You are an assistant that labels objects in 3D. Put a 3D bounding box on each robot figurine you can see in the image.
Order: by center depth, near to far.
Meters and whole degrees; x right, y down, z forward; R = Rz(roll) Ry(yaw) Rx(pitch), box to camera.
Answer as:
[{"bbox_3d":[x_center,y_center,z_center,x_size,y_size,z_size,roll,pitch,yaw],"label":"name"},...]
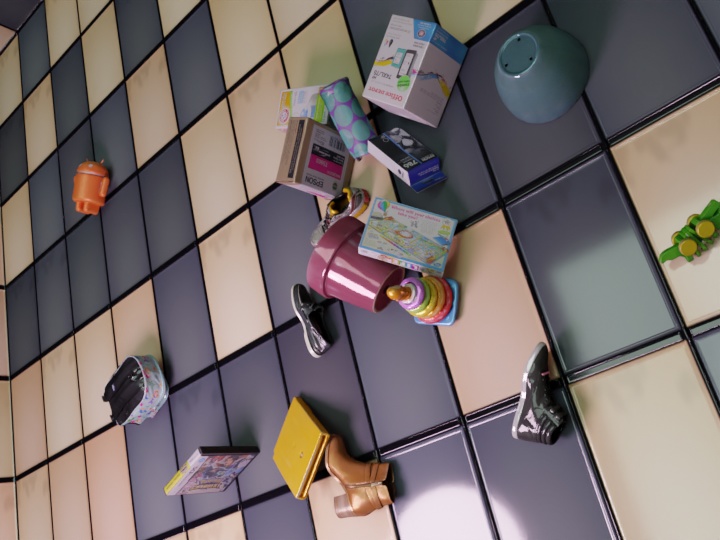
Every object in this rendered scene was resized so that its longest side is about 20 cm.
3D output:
[{"bbox_3d":[-0.989,-0.310,2.562,0.143,0.115,0.204,-1,80,63],"label":"robot figurine"}]

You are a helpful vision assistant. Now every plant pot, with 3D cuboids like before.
[{"bbox_3d":[0.359,-0.427,1.466,0.198,0.134,0.204,-8,77,38],"label":"plant pot"},{"bbox_3d":[0.000,0.000,1.657,0.178,0.199,0.202,32,102,22],"label":"plant pot"}]

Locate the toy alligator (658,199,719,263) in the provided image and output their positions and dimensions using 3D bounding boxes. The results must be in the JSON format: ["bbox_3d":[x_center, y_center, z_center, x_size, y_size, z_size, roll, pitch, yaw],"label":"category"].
[{"bbox_3d":[0.618,-0.079,1.243,0.054,0.059,0.201,36,108,-6],"label":"toy alligator"}]

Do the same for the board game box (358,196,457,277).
[{"bbox_3d":[0.107,-0.076,1.577,0.197,0.034,0.136,17,68,7],"label":"board game box"}]

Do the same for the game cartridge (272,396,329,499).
[{"bbox_3d":[-0.152,0.438,1.748,0.200,0.032,0.179,35,105,61],"label":"game cartridge"}]

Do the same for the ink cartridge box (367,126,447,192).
[{"bbox_3d":[0.111,-0.267,1.665,0.200,0.098,0.040,45,150,34],"label":"ink cartridge box"}]

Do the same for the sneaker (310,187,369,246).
[{"bbox_3d":[-0.068,-0.141,1.796,0.201,0.082,0.078,-49,55,22],"label":"sneaker"}]

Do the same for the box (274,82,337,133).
[{"bbox_3d":[-0.123,-0.424,1.882,0.198,0.101,0.115,6,84,40],"label":"box"}]

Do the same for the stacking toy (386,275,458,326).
[{"bbox_3d":[0.120,0.056,1.527,0.115,0.198,0.112,1,82,39],"label":"stacking toy"}]

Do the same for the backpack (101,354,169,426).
[{"bbox_3d":[-0.683,0.362,2.160,0.201,0.149,0.179,-52,57,28],"label":"backpack"}]

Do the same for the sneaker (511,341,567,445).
[{"bbox_3d":[0.368,0.248,1.376,0.098,0.070,0.204,15,97,38],"label":"sneaker"}]

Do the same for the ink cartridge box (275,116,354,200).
[{"bbox_3d":[-0.107,-0.280,1.778,0.074,0.198,0.168,9,88,40],"label":"ink cartridge box"}]

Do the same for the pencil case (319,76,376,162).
[{"bbox_3d":[-0.022,-0.380,1.754,0.084,0.092,0.202,-24,98,34],"label":"pencil case"}]

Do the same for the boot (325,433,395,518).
[{"bbox_3d":[0.003,0.467,1.638,0.153,0.073,0.203,-24,66,26],"label":"boot"}]

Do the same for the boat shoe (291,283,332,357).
[{"bbox_3d":[-0.120,0.117,1.795,0.066,0.074,0.202,-30,64,28],"label":"boat shoe"}]

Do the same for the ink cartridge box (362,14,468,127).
[{"bbox_3d":[0.129,-0.469,1.655,0.146,0.145,0.203,27,99,39],"label":"ink cartridge box"}]

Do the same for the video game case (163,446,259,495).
[{"bbox_3d":[-0.393,0.531,1.857,0.181,0.198,0.026,-49,53,21],"label":"video game case"}]
